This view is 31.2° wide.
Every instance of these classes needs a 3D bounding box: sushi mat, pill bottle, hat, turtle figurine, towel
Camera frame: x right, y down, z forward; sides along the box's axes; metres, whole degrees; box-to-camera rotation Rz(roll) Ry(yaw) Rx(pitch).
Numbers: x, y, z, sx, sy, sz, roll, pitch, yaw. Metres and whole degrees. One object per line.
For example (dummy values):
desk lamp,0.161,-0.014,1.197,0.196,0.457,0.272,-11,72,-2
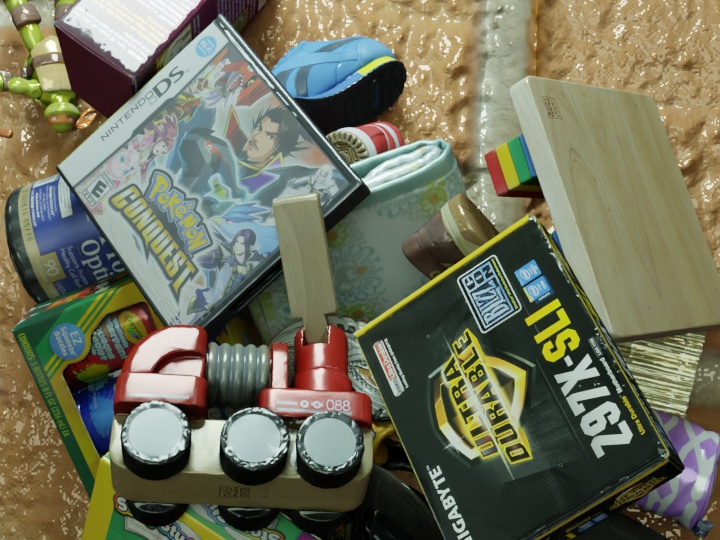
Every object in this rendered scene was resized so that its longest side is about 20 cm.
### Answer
sushi mat,0.180,0.070,1.074,0.197,0.012,0.097,13,84,10
pill bottle,-0.189,-0.045,1.094,0.197,0.112,0.113,-18,79,5
hat,0.028,0.216,0.961,0.199,0.080,0.204,14,112,39
turtle figurine,-0.264,-0.189,1.153,0.197,0.064,0.164,-6,76,-16
towel,0.000,0.000,1.032,0.197,0.173,0.048,-19,36,2

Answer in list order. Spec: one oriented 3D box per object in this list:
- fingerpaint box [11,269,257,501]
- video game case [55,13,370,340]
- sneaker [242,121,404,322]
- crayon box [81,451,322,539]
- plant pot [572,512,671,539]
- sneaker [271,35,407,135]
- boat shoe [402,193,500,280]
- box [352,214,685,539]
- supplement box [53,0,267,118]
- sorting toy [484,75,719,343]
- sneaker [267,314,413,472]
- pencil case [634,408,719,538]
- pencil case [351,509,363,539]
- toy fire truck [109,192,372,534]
fingerpaint box,-0.161,0.100,1.046,0.165,0.073,0.202,-20,103,7
video game case,-0.117,-0.070,0.981,0.180,0.025,0.201,-41,63,3
sneaker,-0.028,-0.042,1.102,0.071,0.112,0.201,40,118,10
crayon box,-0.115,0.238,0.955,0.198,0.058,0.174,30,123,15
plant pot,0.166,0.268,0.963,0.175,0.200,0.203,15,83,-5
sneaker,-0.055,-0.147,1.083,0.199,0.067,0.078,-28,53,-32
boat shoe,0.094,0.016,0.999,0.071,0.200,0.073,-32,54,12
box,0.101,0.087,0.875,0.159,0.049,0.202,-33,58,13
supplement box,-0.157,-0.224,1.090,0.085,0.111,0.201,35,70,9
sorting toy,0.188,-0.037,1.011,0.069,0.197,0.203,-27,74,38
sneaker,0.011,0.100,0.988,0.198,0.082,0.079,24,124,18
pencil case,0.188,0.140,1.026,0.197,0.086,0.085,20,58,9
pencil case,-0.055,0.219,1.052,0.199,0.078,0.090,-37,93,1
toy fire truck,-0.078,0.061,0.895,0.173,0.129,0.202,3,54,-5
